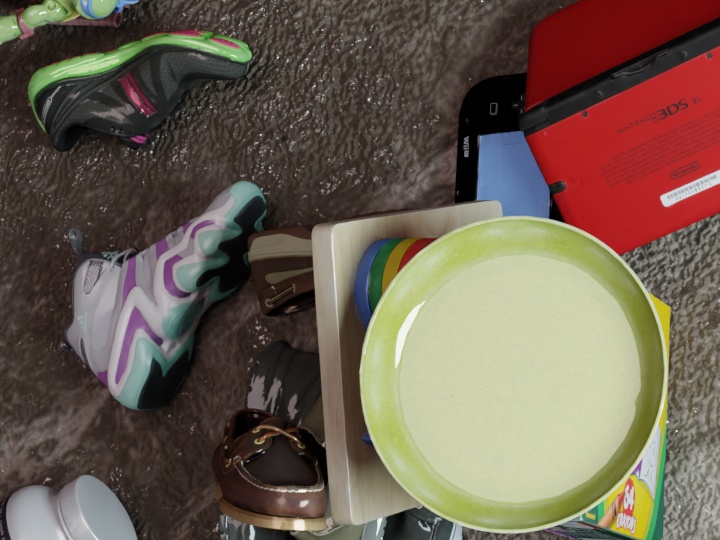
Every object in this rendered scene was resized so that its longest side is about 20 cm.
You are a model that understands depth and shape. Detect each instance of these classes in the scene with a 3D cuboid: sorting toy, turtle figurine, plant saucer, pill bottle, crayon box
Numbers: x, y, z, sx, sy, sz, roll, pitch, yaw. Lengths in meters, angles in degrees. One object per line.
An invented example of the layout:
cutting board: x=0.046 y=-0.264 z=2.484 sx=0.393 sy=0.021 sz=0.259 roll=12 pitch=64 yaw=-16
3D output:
sorting toy: x=0.061 y=0.059 z=1.562 sx=0.069 sy=0.198 sz=0.202 roll=0 pitch=96 yaw=39
turtle figurine: x=-0.294 y=-0.259 z=1.845 sx=0.193 sy=0.199 sz=0.145 roll=28 pitch=124 yaw=49
plant saucer: x=0.098 y=0.067 z=1.441 sx=0.198 sy=0.031 sz=0.202 roll=-4 pitch=77 yaw=16
pill bottle: x=-0.273 y=0.242 z=1.757 sx=0.199 sy=0.112 sz=0.113 roll=-33 pitch=67 yaw=15
crayon box: x=0.158 y=0.092 z=1.541 sx=0.058 sy=0.200 sz=0.174 roll=0 pitch=79 yaw=23

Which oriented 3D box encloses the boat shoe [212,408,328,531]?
boat shoe: x=-0.066 y=0.136 z=1.573 sx=0.070 sy=0.200 sz=0.071 roll=8 pitch=92 yaw=-16

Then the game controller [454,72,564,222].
game controller: x=0.116 y=-0.048 z=1.680 sx=0.104 sy=0.042 sz=0.202 roll=-2 pitch=77 yaw=24

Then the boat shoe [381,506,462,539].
boat shoe: x=0.044 y=0.146 z=1.662 sx=0.068 sy=0.057 sz=0.202 roll=11 pitch=83 yaw=26

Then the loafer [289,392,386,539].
loafer: x=-0.007 y=0.112 z=1.638 sx=0.069 sy=0.075 sz=0.202 roll=13 pitch=79 yaw=-16

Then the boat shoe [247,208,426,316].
boat shoe: x=0.004 y=0.001 z=1.705 sx=0.201 sy=0.074 sz=0.076 roll=-8 pitch=80 yaw=39

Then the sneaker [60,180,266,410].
sneaker: x=-0.171 y=-0.006 z=1.784 sx=0.140 sy=0.078 sz=0.201 roll=34 pitch=94 yaw=26

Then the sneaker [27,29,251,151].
sneaker: x=-0.171 y=-0.143 z=1.826 sx=0.199 sy=0.077 sz=0.085 roll=-13 pitch=91 yaw=25

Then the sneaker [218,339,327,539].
sneaker: x=-0.049 y=0.155 z=1.698 sx=0.090 sy=0.076 sz=0.202 roll=8 pitch=85 yaw=19

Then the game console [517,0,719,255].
game console: x=0.222 y=-0.127 z=1.600 sx=0.199 sy=0.119 sz=0.173 roll=-24 pitch=94 yaw=27
